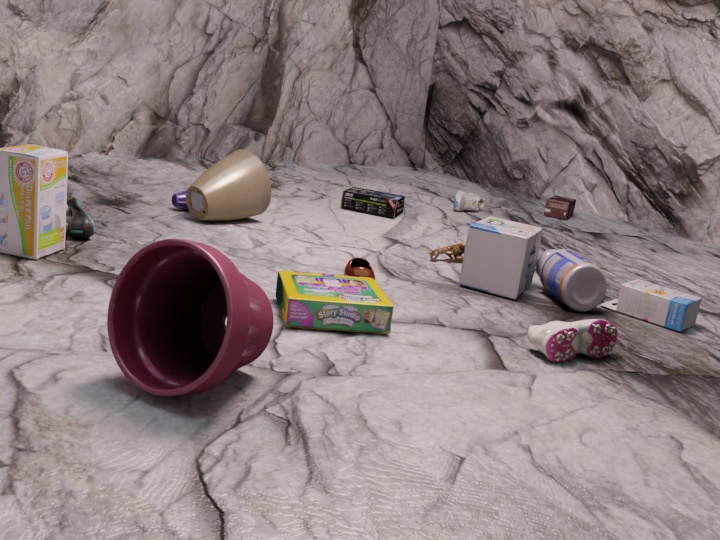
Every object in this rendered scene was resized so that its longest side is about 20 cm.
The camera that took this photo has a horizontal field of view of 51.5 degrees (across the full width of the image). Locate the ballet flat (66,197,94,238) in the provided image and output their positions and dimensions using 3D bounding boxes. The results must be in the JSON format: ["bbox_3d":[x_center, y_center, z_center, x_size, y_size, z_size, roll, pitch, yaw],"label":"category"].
[{"bbox_3d":[-0.662,-0.123,1.711,0.067,0.070,0.199,-9,21,-28],"label":"ballet flat"}]

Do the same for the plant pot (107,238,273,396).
[{"bbox_3d":[-0.214,0.067,1.029,0.195,0.206,0.178,15,0,23],"label":"plant pot"}]

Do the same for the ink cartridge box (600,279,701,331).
[{"bbox_3d":[0.682,0.074,1.760,0.197,0.070,0.114,20,18,38],"label":"ink cartridge box"}]

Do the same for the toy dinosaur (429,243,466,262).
[{"bbox_3d":[0.273,-0.055,2.026,0.196,0.062,0.105,-3,17,-40],"label":"toy dinosaur"}]

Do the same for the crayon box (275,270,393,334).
[{"bbox_3d":[-0.053,0.058,1.397,0.194,0.060,0.173,5,16,-14],"label":"crayon box"}]

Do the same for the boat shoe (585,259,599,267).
[{"bbox_3d":[0.575,0.018,1.897,0.073,0.076,0.200,9,14,3],"label":"boat shoe"}]

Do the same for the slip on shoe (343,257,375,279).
[{"bbox_3d":[0.000,0.000,1.646,0.072,0.063,0.200,6,13,-2],"label":"slip on shoe"}]

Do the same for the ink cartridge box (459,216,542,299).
[{"bbox_3d":[0.343,-0.036,1.813,0.143,0.150,0.199,14,15,21],"label":"ink cartridge box"}]

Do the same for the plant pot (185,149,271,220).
[{"bbox_3d":[-0.378,-0.215,2.055,0.184,0.192,0.198,18,31,33],"label":"plant pot"}]

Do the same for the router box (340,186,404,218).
[{"bbox_3d":[0.045,-0.236,2.577,0.194,0.064,0.150,12,13,12],"label":"router box"}]

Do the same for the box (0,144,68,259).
[{"bbox_3d":[-0.659,-0.140,1.491,0.098,0.206,0.113,10,14,7],"label":"box"}]

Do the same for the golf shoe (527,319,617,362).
[{"bbox_3d":[0.399,0.121,1.405,0.195,0.078,0.091,1,12,-32],"label":"golf shoe"}]

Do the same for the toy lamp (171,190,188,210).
[{"bbox_3d":[-0.451,-0.202,2.159,0.197,0.060,0.057,-3,18,-44],"label":"toy lamp"}]

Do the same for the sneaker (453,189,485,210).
[{"bbox_3d":[0.422,-0.269,2.912,0.079,0.079,0.198,18,19,28],"label":"sneaker"}]

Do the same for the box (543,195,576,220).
[{"bbox_3d":[0.848,-0.268,3.173,0.098,0.077,0.199,14,17,21],"label":"box"}]

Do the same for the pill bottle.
[{"bbox_3d":[0.494,0.015,1.784,0.109,0.116,0.200,6,14,-11],"label":"pill bottle"}]
